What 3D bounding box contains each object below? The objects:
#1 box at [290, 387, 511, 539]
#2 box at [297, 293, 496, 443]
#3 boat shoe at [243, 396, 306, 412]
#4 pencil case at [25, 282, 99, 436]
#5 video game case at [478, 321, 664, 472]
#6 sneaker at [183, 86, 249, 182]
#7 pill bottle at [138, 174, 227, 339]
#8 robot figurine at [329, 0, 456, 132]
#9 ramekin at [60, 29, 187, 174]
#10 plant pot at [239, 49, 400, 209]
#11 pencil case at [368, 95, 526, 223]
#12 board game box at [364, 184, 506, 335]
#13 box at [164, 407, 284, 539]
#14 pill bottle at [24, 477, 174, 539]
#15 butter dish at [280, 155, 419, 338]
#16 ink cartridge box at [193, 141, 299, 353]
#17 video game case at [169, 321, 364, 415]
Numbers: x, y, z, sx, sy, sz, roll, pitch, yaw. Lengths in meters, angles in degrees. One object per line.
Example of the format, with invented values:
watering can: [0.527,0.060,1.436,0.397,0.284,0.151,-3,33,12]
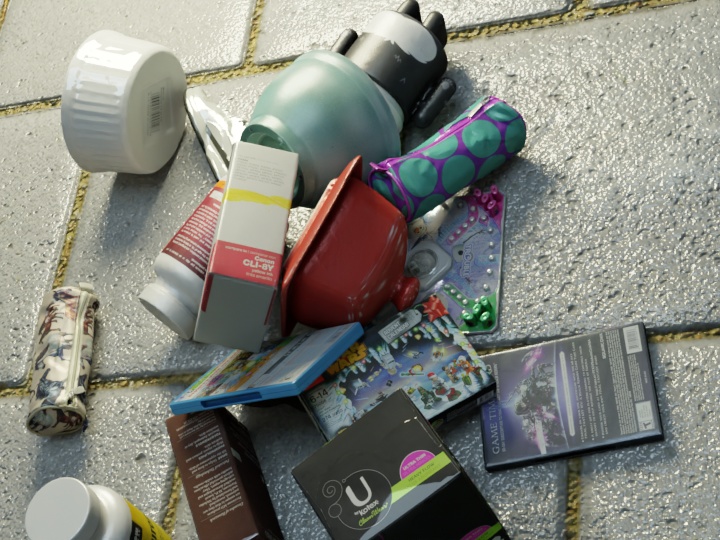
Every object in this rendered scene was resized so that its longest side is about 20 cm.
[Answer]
box: [0.046,0.248,1.405,0.148,0.200,0.125,-36,52,-2]
box: [0.036,0.129,1.529,0.199,0.040,0.137,-28,59,-11]
boat shoe: [-0.068,0.124,1.626,0.198,0.072,0.076,6,46,25]
pencil case: [-0.386,0.115,1.762,0.089,0.078,0.201,-27,49,33]
video game case: [0.230,0.141,1.507,0.198,0.019,0.144,-14,54,17]
sneaker: [-0.169,-0.192,1.878,0.115,0.076,0.201,-25,60,-3]
pill bottle: [-0.192,-0.015,1.737,0.113,0.113,0.200,28,73,35]
robot figurine: [0.037,-0.261,1.788,0.201,0.125,0.150,-55,31,-15]
ramekin: [-0.324,-0.230,1.887,0.097,0.201,0.202,10,64,21]
plant pot: [-0.067,-0.159,1.693,0.200,0.201,0.134,28,48,35]
pencil case: [0.107,-0.140,1.670,0.199,0.093,0.085,-35,36,-19]
board game box: [0.077,-0.009,1.668,0.198,0.026,0.201,-6,57,21]
box: [-0.154,0.255,1.555,0.075,0.100,0.201,-27,53,6]
pill bottle: [-0.291,0.310,1.517,0.110,0.200,0.112,-11,56,17]
butter dish: [0.000,0.000,1.587,0.147,0.200,0.200,26,70,7]
ink cartridge box: [-0.132,-0.029,1.583,0.083,0.146,0.201,11,54,-6]
video game case: [-0.108,0.113,1.546,0.199,0.018,0.143,-13,19,38]
